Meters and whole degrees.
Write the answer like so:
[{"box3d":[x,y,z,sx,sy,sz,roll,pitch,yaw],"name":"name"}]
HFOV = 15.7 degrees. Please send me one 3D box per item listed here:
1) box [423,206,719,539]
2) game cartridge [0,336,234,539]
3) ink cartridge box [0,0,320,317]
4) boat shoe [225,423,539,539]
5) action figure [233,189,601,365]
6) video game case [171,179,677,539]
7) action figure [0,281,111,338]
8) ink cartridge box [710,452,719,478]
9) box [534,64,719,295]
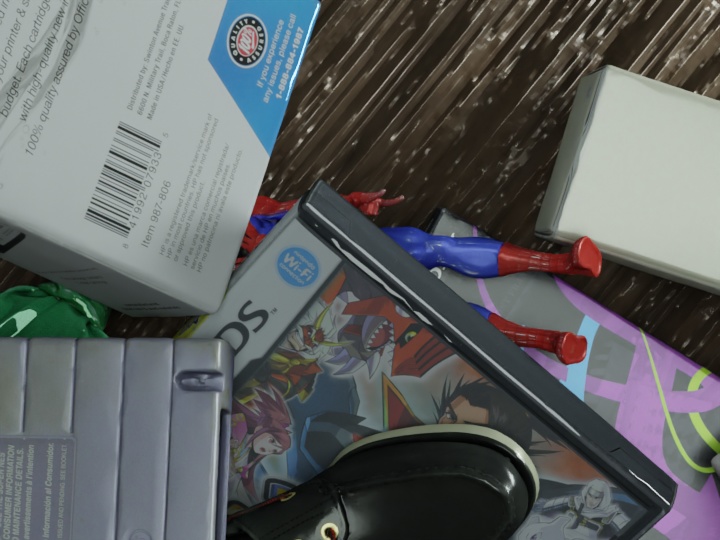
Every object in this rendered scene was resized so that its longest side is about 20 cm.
[{"box3d":[0.082,0.083,1.160,0.199,0.036,0.143,31,89,-1],"name":"box"},{"box3d":[-0.119,0.127,1.059,0.129,0.038,0.201,0,80,15],"name":"game cartridge"},{"box3d":[-0.136,-0.084,1.072,0.199,0.084,0.145,26,74,-28],"name":"ink cartridge box"},{"box3d":[-0.018,0.122,1.087,0.201,0.063,0.074,-20,109,23],"name":"boat shoe"},{"box3d":[0.000,0.000,1.125,0.199,0.052,0.066,6,85,22],"name":"action figure"},{"box3d":[0.002,0.087,1.112,0.200,0.026,0.181,40,120,-6],"name":"video game case"},{"box3d":[-0.168,0.076,1.127,0.118,0.055,0.200,34,80,20],"name":"action figure"},{"box3d":[0.245,0.145,1.073,0.084,0.200,0.146,-35,117,-2],"name":"ink cartridge box"},{"box3d":[0.184,-0.022,1.149,0.199,0.068,0.083,19,90,-3],"name":"box"}]
